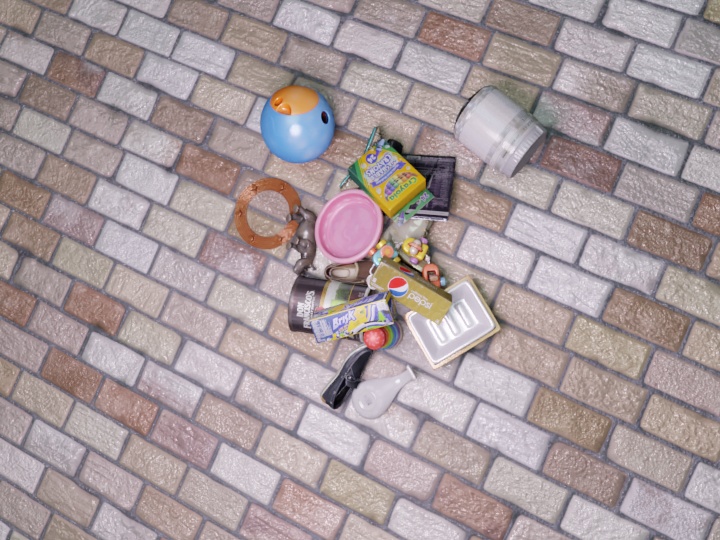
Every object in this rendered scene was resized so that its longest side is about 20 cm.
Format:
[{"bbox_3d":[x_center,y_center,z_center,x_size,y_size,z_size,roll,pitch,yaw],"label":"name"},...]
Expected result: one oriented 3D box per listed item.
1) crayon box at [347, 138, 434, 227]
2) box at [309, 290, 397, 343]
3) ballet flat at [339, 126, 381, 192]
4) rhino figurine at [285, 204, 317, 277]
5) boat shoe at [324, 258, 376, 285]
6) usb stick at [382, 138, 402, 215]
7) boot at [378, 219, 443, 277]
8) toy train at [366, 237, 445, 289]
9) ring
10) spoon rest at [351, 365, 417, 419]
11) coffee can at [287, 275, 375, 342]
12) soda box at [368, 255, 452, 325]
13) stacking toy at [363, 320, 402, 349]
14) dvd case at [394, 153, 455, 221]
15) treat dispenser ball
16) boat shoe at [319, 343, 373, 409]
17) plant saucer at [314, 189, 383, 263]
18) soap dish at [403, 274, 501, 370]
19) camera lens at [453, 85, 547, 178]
[{"bbox_3d":[0.078,-0.226,1.614,0.125,0.052,0.200,-40,70,-9],"label":"crayon box"},{"bbox_3d":[-0.016,0.111,1.506,0.197,0.070,0.065,-16,103,16],"label":"box"},{"bbox_3d":[0.020,-0.285,1.709,0.075,0.068,0.202,30,96,-9],"label":"ballet flat"},{"bbox_3d":[-0.153,-0.071,1.702,0.059,0.087,0.204,-5,82,43],"label":"rhino figurine"},{"bbox_3d":[0.000,0.006,1.665,0.199,0.075,0.076,-7,82,10],"label":"boat shoe"},{"bbox_3d":[0.076,-0.250,1.694,0.032,0.055,0.203,6,84,42],"label":"usb stick"},{"bbox_3d":[0.162,-0.080,1.648,0.199,0.072,0.156,35,88,13],"label":"boot"},{"bbox_3d":[0.114,-0.011,1.572,0.196,0.056,0.153,1,80,-2],"label":"toy train"},{"bbox_3d":[-0.260,-0.160,1.764,0.197,0.019,0.204,-1,84,11],"label":"ring"},{"bbox_3d":[0.063,0.309,1.634,0.199,0.060,0.100,-35,76,19],"label":"spoon rest"},{"bbox_3d":[-0.072,0.098,1.632,0.197,0.146,0.149,7,85,11],"label":"coffee can"},{"bbox_3d":[0.123,0.047,1.530,0.198,0.064,0.068,30,107,-1],"label":"soda box"},{"bbox_3d":[0.048,0.164,1.570,0.084,0.200,0.087,0,90,14],"label":"stacking toy"},{"bbox_3d":[0.166,-0.219,1.652,0.146,0.016,0.203,5,60,11],"label":"dvd case"},{"bbox_3d":[-0.167,-0.387,1.680,0.197,0.201,0.204,-1,83,11],"label":"treat dispenser ball"},{"bbox_3d":[-0.026,0.274,1.633,0.201,0.074,0.062,-52,48,7],"label":"boat shoe"},{"bbox_3d":[-0.025,-0.112,1.670,0.198,0.051,0.204,-8,72,25],"label":"plant saucer"},{"bbox_3d":[0.231,0.132,1.602,0.198,0.081,0.159,-32,79,5],"label":"soap dish"},{"bbox_3d":[0.347,-0.352,1.598,0.200,0.160,0.160,41,92,12],"label":"camera lens"}]
